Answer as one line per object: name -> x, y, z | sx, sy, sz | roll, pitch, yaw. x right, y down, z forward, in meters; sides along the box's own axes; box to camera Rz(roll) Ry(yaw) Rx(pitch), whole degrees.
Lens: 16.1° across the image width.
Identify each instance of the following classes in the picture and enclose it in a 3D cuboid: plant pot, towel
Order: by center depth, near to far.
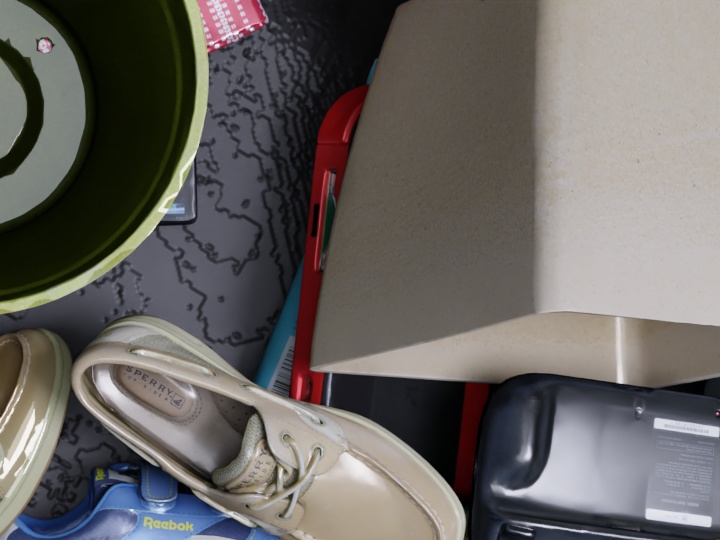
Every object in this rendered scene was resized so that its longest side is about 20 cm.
plant pot -> -0.176, -0.081, 1.138 | 0.200, 0.193, 0.201 | 0, 90, -9
plant pot -> 0.108, -0.046, 1.189 | 0.200, 0.200, 0.178 | 6, 78, -32
towel -> -0.163, -0.143, 1.249 | 0.200, 0.022, 0.145 | -25, 94, -8

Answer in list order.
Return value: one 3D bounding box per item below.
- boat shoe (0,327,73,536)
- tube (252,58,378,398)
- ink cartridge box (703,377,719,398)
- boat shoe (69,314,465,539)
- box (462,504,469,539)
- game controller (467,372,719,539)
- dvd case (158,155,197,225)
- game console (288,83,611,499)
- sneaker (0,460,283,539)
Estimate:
boat shoe -> -0.210, 0.109, 1.227 | 0.063, 0.073, 0.200 | 35, 84, -34
tube -> 0.000, 0.000, 1.284 | 0.077, 0.050, 0.200 | 28, 82, -21
ink cartridge box -> 0.242, 0.141, 1.301 | 0.146, 0.083, 0.200 | 10, 89, -9
boat shoe -> -0.045, 0.089, 1.192 | 0.200, 0.065, 0.072 | 31, 104, 2
box -> 0.056, 0.221, 1.273 | 0.049, 0.082, 0.200 | 10, 89, -9
game controller -> 0.149, 0.110, 1.223 | 0.200, 0.042, 0.105 | 9, 73, -15
dvd case -> -0.155, -0.120, 1.271 | 0.142, 0.018, 0.201 | -2, 90, -9
game console -> 0.051, 0.014, 1.276 | 0.177, 0.031, 0.200 | 7, 89, -32
sneaker -> -0.091, 0.129, 1.255 | 0.200, 0.074, 0.082 | -16, 91, -10
